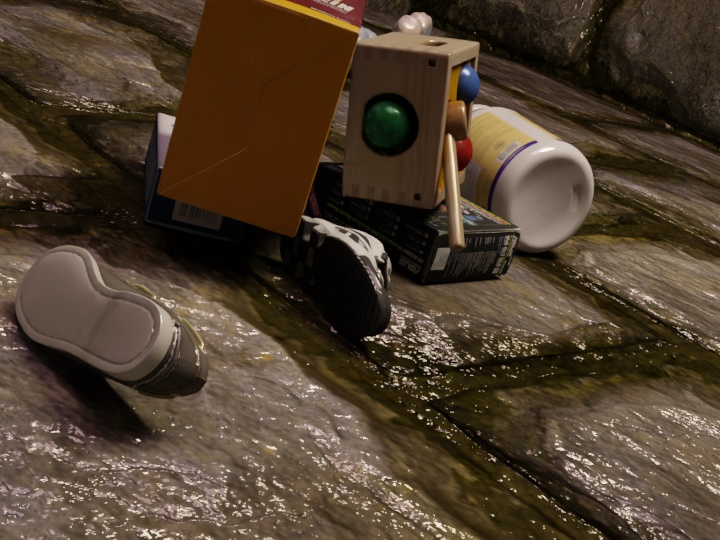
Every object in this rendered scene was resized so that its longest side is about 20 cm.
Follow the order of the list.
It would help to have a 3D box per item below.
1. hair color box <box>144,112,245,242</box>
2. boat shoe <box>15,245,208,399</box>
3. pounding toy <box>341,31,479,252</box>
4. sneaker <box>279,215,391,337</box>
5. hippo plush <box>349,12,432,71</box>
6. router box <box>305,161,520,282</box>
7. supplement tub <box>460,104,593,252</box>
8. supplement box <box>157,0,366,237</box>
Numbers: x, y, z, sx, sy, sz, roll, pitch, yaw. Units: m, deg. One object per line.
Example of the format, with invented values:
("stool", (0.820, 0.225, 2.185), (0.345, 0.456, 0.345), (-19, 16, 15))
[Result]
("hair color box", (-0.171, -0.100, 1.189), (0.099, 0.061, 0.200), (14, 20, -15))
("boat shoe", (-0.177, 0.037, 0.793), (0.201, 0.072, 0.060), (23, -12, 48))
("pounding toy", (0.067, -0.140, 1.180), (0.141, 0.186, 0.200), (10, 17, 14))
("sneaker", (0.000, 0.000, 1.046), (0.088, 0.075, 0.200), (6, 22, -27))
("hippo plush", (0.042, -0.437, 2.187), (0.160, 0.161, 0.200), (24, 20, 15))
("router box", (0.057, -0.058, 1.281), (0.149, 0.063, 0.199), (-4, 29, -46))
("supplement tub", (0.189, -0.124, 1.462), (0.144, 0.147, 0.200), (7, 21, -29))
("supplement box", (-0.086, -0.173, 1.071), (0.132, 0.199, 0.200), (17, 23, -5))
